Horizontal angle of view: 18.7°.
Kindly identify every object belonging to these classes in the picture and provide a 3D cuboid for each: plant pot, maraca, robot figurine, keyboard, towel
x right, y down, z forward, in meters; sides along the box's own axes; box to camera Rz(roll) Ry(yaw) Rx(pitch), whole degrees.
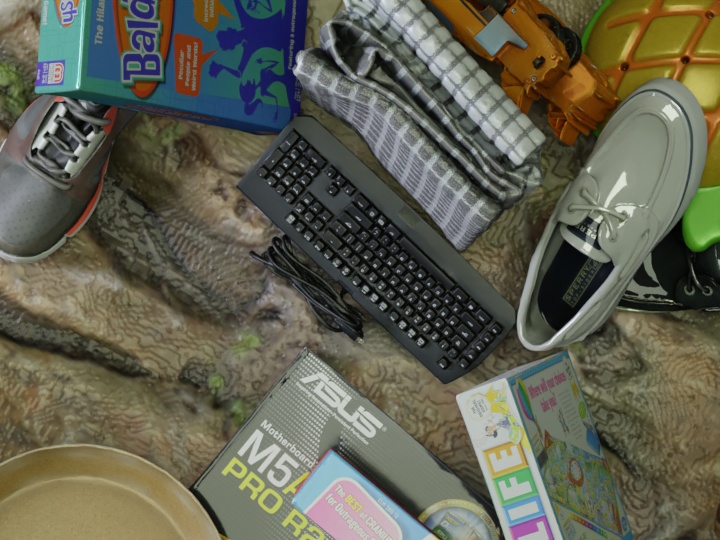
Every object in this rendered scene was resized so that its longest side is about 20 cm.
[{"bbox_3d":[-0.179,0.210,1.377,0.198,0.028,0.202,2,72,-7],"label":"plant pot"},{"bbox_3d":[0.223,-0.103,1.419,0.137,0.107,0.201,-33,74,4],"label":"maraca"},{"bbox_3d":[0.075,-0.171,1.398,0.058,0.145,0.200,-47,60,11],"label":"robot figurine"},{"bbox_3d":[0.000,0.000,1.434,0.200,0.040,0.104,43,115,3],"label":"keyboard"},{"bbox_3d":[0.037,-0.095,1.378,0.086,0.200,0.166,-43,87,-1],"label":"towel"}]

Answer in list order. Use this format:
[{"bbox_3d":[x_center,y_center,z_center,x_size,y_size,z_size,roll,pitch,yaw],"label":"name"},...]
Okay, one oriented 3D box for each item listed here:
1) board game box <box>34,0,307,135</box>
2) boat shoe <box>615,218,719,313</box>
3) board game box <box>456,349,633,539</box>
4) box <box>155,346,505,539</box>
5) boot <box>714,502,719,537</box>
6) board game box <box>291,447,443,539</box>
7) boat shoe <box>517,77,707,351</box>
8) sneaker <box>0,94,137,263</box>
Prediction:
[{"bbox_3d":[-0.114,-0.174,1.393,0.045,0.199,0.154,1,87,41],"label":"board game box"},{"bbox_3d":[0.240,-0.010,1.441,0.197,0.066,0.075,0,88,0],"label":"boat shoe"},{"bbox_3d":[0.119,0.126,1.367,0.034,0.200,0.136,-20,87,16],"label":"board game box"},{"bbox_3d":[-0.011,0.175,1.441,0.200,0.044,0.160,41,88,1],"label":"box"},{"bbox_3d":[0.298,0.077,1.412,0.199,0.074,0.156,-26,112,-15],"label":"boot"},{"bbox_3d":[0.046,0.188,1.343,0.200,0.153,0.040,40,86,1],"label":"board game box"},{"bbox_3d":[0.157,-0.028,1.385,0.073,0.065,0.201,32,124,20],"label":"boat shoe"},{"bbox_3d":[-0.189,-0.098,1.435,0.077,0.082,0.201,32,87,1],"label":"sneaker"}]
